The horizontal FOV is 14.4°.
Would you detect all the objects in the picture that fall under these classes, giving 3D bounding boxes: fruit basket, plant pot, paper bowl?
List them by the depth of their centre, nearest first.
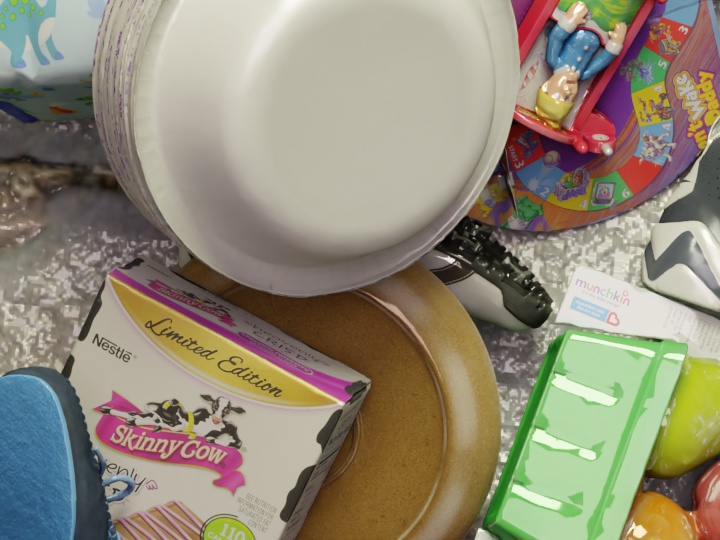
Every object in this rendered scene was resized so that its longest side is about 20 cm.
[{"bbox_3d":[-0.017,-0.086,1.337,0.200,0.104,0.202,-8,109,-23],"label":"paper bowl"},{"bbox_3d":[-0.029,0.077,1.440,0.199,0.027,0.201,2,100,12],"label":"plant pot"},{"bbox_3d":[0.169,0.117,1.447,0.199,0.094,0.186,22,81,-8],"label":"fruit basket"}]

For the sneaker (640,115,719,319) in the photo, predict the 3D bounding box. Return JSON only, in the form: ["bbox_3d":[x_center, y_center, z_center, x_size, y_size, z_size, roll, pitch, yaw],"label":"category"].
[{"bbox_3d":[0.254,-0.021,1.463,0.198,0.079,0.130,18,89,14],"label":"sneaker"}]

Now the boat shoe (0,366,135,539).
[{"bbox_3d":[-0.150,0.139,1.369,0.084,0.069,0.201,10,108,27],"label":"boat shoe"}]

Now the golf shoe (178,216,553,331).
[{"bbox_3d":[0.000,0.000,1.476,0.199,0.078,0.095,24,99,6],"label":"golf shoe"}]

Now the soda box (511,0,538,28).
[{"bbox_3d":[0.106,-0.160,1.488,0.199,0.064,0.070,-24,53,-3],"label":"soda box"}]

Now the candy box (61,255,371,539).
[{"bbox_3d":[-0.099,0.113,1.416,0.136,0.061,0.201,27,104,8],"label":"candy box"}]

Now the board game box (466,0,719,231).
[{"bbox_3d":[0.111,-0.105,1.442,0.157,0.039,0.201,-20,119,-5],"label":"board game box"}]

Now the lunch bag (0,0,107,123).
[{"bbox_3d":[-0.123,-0.185,1.451,0.169,0.127,0.201,-1,79,25],"label":"lunch bag"}]
